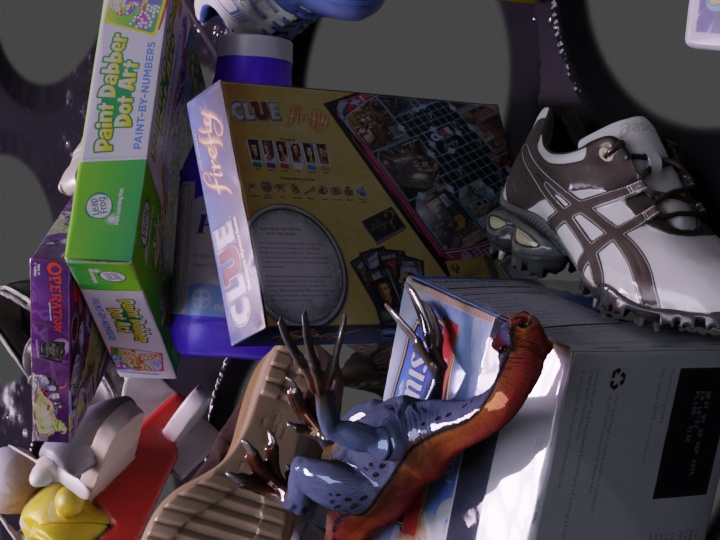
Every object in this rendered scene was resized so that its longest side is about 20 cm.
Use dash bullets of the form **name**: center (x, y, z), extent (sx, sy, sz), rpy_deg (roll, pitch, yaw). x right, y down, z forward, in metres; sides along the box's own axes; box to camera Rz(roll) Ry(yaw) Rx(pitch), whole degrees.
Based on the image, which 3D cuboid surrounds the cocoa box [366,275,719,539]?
- **cocoa box**: center (0.091, 0.113, 0.961), extent (0.131, 0.133, 0.201), rpy_deg (24, 107, 49)

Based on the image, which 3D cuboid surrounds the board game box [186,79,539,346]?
- **board game box**: center (0.007, -0.029, 1.012), extent (0.035, 0.200, 0.136), rpy_deg (-28, 68, 47)

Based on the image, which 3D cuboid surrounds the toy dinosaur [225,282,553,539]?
- **toy dinosaur**: center (0.027, 0.080, 0.906), extent (0.181, 0.105, 0.200), rpy_deg (1, 122, 45)

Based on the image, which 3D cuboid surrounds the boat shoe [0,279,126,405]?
- **boat shoe**: center (-0.219, 0.071, 1.380), extent (0.200, 0.064, 0.071), rpy_deg (39, 118, 43)

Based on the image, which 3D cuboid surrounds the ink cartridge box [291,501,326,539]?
- **ink cartridge box**: center (-0.077, 0.215, 1.118), extent (0.044, 0.174, 0.200), rpy_deg (40, 116, -10)

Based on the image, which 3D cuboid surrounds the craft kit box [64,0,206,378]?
- **craft kit box**: center (-0.134, -0.058, 1.159), extent (0.198, 0.048, 0.201), rpy_deg (77, -164, -67)

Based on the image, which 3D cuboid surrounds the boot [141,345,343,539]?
- **boot**: center (-0.064, 0.140, 1.054), extent (0.166, 0.072, 0.200), rpy_deg (93, -158, -70)

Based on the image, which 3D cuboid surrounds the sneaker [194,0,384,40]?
- **sneaker**: center (-0.043, -0.176, 1.185), extent (0.200, 0.075, 0.088), rpy_deg (33, 125, 53)

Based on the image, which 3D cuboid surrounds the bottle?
- **bottle**: center (-0.072, -0.044, 1.155), extent (0.065, 0.083, 0.201), rpy_deg (173, 102, -78)

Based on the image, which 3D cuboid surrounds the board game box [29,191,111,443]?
- **board game box**: center (-0.172, 0.011, 1.172), extent (0.200, 0.032, 0.120), rpy_deg (-77, -13, -67)

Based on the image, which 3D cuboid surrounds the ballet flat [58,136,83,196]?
- **ballet flat**: center (-0.180, -0.041, 1.334), extent (0.068, 0.067, 0.201), rpy_deg (-17, 76, 48)

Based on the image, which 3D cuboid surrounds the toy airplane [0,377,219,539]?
- **toy airplane**: center (-0.182, 0.145, 1.232), extent (0.199, 0.141, 0.200), rpy_deg (-77, 10, -74)

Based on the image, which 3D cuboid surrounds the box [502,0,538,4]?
- **box**: center (0.044, -0.241, 1.072), extent (0.200, 0.070, 0.064), rpy_deg (58, 132, 33)

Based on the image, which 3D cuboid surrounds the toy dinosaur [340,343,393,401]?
- **toy dinosaur**: center (0.000, 0.000, 1.116), extent (0.102, 0.077, 0.200), rpy_deg (-43, 61, 32)

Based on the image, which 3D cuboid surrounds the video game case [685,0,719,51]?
- **video game case**: center (0.240, -0.198, 0.879), extent (0.182, 0.023, 0.201), rpy_deg (15, 102, 49)

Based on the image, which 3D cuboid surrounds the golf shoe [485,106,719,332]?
- **golf shoe**: center (0.142, -0.028, 0.949), extent (0.200, 0.078, 0.095), rpy_deg (26, 109, 46)
